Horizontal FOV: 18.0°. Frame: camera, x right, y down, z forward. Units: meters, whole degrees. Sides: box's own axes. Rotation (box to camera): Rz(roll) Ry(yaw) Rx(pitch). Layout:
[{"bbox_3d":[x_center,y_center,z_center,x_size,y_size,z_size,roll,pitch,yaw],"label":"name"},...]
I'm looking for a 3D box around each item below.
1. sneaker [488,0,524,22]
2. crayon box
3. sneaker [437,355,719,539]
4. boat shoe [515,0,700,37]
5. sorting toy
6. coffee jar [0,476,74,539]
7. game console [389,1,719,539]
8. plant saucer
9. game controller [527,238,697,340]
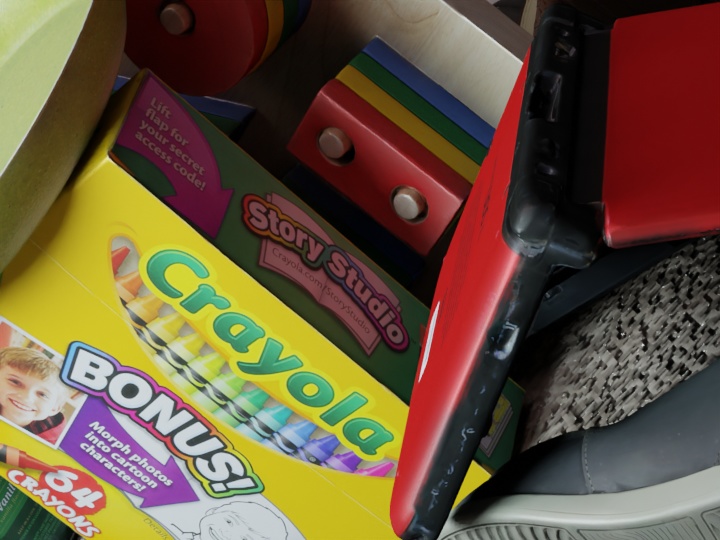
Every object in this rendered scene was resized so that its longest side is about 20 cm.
[{"bbox_3d":[0.017,-0.066,1.111,0.200,0.076,0.091,-32,32,47],"label":"sneaker"},{"bbox_3d":[-0.066,0.042,0.878,0.172,0.200,0.059,-34,26,39],"label":"crayon box"},{"bbox_3d":[0.111,0.057,0.673,0.199,0.075,0.106,-17,28,50],"label":"sneaker"},{"bbox_3d":[0.102,-0.103,0.978,0.075,0.075,0.202,-41,4,37],"label":"boat shoe"},{"bbox_3d":[-0.042,-0.053,0.921,0.070,0.198,0.200,-48,-6,-46],"label":"sorting toy"},{"bbox_3d":[-0.249,0.095,1.194,0.104,0.200,0.086,-23,31,51],"label":"coffee jar"},{"bbox_3d":[0.097,-0.009,0.719,0.200,0.118,0.173,-72,3,-66],"label":"game console"},{"bbox_3d":[-0.146,-0.042,0.849,0.200,0.031,0.201,-41,28,28],"label":"plant saucer"},{"bbox_3d":[0.117,-0.039,0.871,0.200,0.042,0.105,-34,24,38],"label":"game controller"}]
